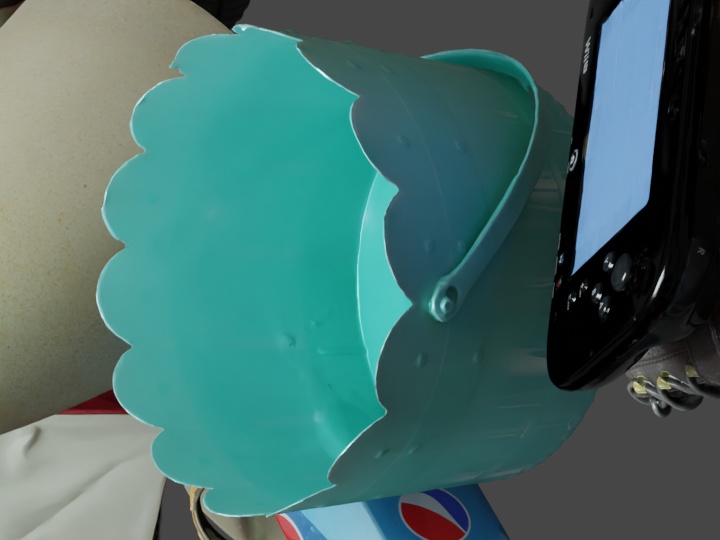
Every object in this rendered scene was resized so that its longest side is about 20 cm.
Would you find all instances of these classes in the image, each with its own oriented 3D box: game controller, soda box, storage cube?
[{"bbox_3d":[0.102,-0.055,0.899,0.104,0.042,0.201,-36,37,53],"label":"game controller"},{"bbox_3d":[0.007,0.104,1.126,0.200,0.064,0.068,60,141,34],"label":"soda box"},{"bbox_3d":[-0.218,0.120,1.358,0.180,0.170,0.201,38,118,59],"label":"storage cube"}]

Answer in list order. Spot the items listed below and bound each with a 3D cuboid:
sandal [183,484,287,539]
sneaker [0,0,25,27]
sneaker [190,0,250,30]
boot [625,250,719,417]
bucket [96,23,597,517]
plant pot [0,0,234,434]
[{"bbox_3d":[-0.051,0.119,1.229,0.200,0.054,0.081,42,129,54],"label":"sandal"},{"bbox_3d":[-0.182,-0.192,1.272,0.075,0.200,0.107,20,115,16],"label":"sneaker"},{"bbox_3d":[-0.102,-0.141,1.255,0.085,0.077,0.201,53,137,47],"label":"sneaker"},{"bbox_3d":[0.152,0.029,0.882,0.174,0.069,0.201,-22,68,59],"label":"boot"},{"bbox_3d":[0.000,0.000,1.030,0.207,0.134,0.208,-1,89,51],"label":"bucket"},{"bbox_3d":[-0.153,-0.011,1.169,0.187,0.200,0.188,20,131,24],"label":"plant pot"}]
